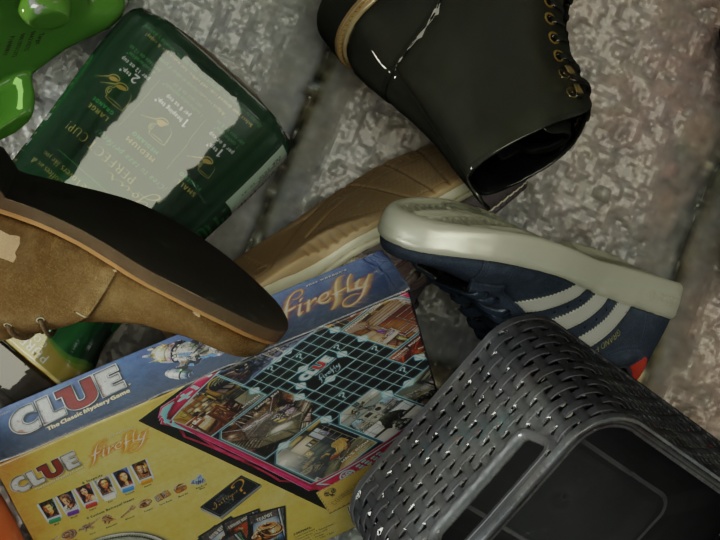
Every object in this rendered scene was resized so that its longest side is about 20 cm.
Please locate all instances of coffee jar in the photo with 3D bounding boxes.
[{"bbox_3d":[-0.133,-0.020,0.851,0.104,0.085,0.200,42,82,-6],"label":"coffee jar"}]

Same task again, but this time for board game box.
[{"bbox_3d":[-0.060,0.085,0.844,0.200,0.035,0.136,-22,132,-7],"label":"board game box"}]

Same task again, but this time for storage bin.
[{"bbox_3d":[0.112,0.129,0.835,0.200,0.094,0.135,34,101,-34],"label":"storage bin"}]

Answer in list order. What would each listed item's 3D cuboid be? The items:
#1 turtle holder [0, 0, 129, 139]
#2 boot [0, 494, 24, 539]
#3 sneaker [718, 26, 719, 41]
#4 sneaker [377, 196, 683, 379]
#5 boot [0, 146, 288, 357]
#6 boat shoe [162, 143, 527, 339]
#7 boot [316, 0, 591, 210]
[{"bbox_3d":[-0.193,-0.141,0.819,0.185,0.141,0.132,-26,77,-5],"label":"turtle holder"},{"bbox_3d":[-0.235,0.160,0.820,0.200,0.075,0.107,-28,112,18],"label":"boot"},{"bbox_3d":[0.222,-0.037,0.919,0.091,0.076,0.200,-24,90,-2],"label":"sneaker"},{"bbox_3d":[0.077,0.023,0.856,0.200,0.075,0.085,17,97,-43],"label":"sneaker"},{"bbox_3d":[-0.131,0.002,0.782,0.200,0.074,0.075,23,103,-3],"label":"boot"},{"bbox_3d":[0.000,0.000,0.884,0.200,0.072,0.065,-32,113,-13],"label":"boat shoe"},{"bbox_3d":[0.097,-0.128,0.868,0.200,0.077,0.138,-38,60,3],"label":"boot"}]
